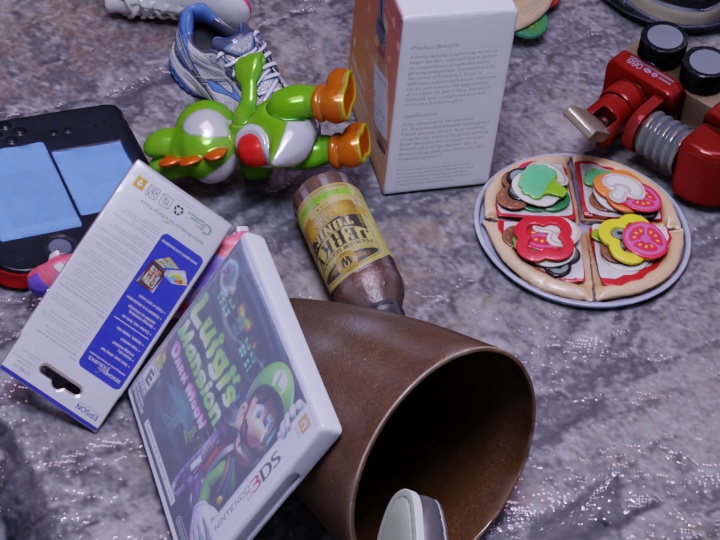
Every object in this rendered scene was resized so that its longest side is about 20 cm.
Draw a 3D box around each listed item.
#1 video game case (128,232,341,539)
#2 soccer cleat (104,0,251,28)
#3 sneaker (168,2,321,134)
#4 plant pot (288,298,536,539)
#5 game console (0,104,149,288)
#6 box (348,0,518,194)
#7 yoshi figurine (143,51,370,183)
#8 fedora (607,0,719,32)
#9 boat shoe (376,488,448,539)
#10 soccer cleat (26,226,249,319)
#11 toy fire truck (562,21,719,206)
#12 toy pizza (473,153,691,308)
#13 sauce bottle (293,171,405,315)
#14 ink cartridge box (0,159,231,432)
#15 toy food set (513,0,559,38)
[{"bbox_3d":[-0.100,0.103,1.277,0.023,0.182,0.201,17,34,-37],"label":"video game case"},{"bbox_3d":[-0.203,-0.275,1.724,0.199,0.070,0.087,27,64,23],"label":"soccer cleat"},{"bbox_3d":[-0.112,-0.182,1.617,0.077,0.086,0.200,-32,57,-32],"label":"sneaker"},{"bbox_3d":[-0.003,0.102,1.297,0.186,0.188,0.199,-30,42,-31],"label":"plant pot"},{"bbox_3d":[-0.266,-0.071,1.528,0.175,0.031,0.201,-15,49,-20],"label":"game console"},{"bbox_3d":[0.060,-0.197,1.571,0.105,0.201,0.153,-6,45,-12],"label":"box"},{"bbox_3d":[-0.094,-0.128,1.539,0.198,0.112,0.113,-8,76,14],"label":"yoshi figurine"},{"bbox_3d":[0.335,-0.342,1.822,0.199,0.092,0.202,4,45,-4],"label":"fedora"},{"bbox_3d":[0.047,0.252,1.173,0.060,0.072,0.203,6,75,-23],"label":"boat shoe"},{"bbox_3d":[-0.175,0.011,1.431,0.198,0.067,0.077,-8,80,-12],"label":"soccer cleat"},{"bbox_3d":[0.276,-0.130,1.586,0.176,0.129,0.200,36,57,26],"label":"toy fire truck"},{"bbox_3d":[0.202,-0.045,1.554,0.198,0.032,0.201,3,45,-3],"label":"toy pizza"},{"bbox_3d":[0.000,0.000,1.462,0.064,0.065,0.201,-12,47,-18],"label":"sauce bottle"},{"bbox_3d":[-0.196,0.020,1.378,0.094,0.037,0.201,35,77,-10],"label":"ink cartridge box"},{"bbox_3d":[0.109,-0.296,1.784,0.197,0.049,0.200,-20,50,-25],"label":"toy food set"}]
